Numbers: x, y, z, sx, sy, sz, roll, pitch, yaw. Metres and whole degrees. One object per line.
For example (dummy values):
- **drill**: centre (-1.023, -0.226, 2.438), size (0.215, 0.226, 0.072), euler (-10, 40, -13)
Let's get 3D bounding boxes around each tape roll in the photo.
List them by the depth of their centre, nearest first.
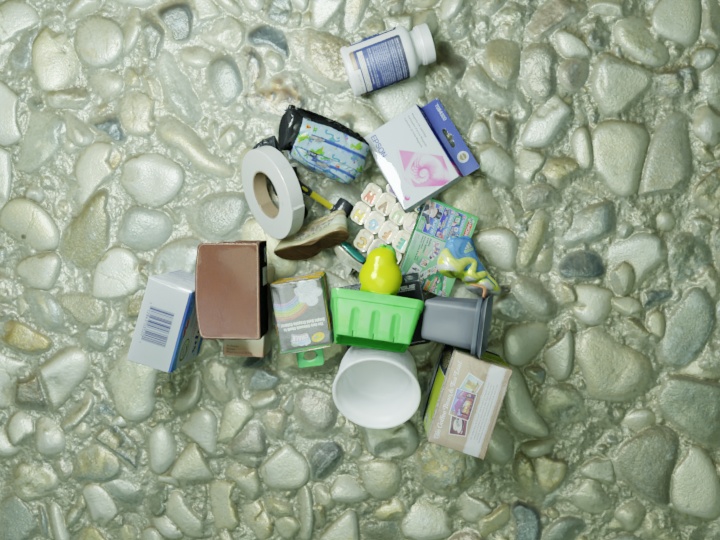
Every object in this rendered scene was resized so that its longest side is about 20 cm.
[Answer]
- **tape roll**: centre (-0.194, -0.170, 1.378), size (0.037, 0.202, 0.206), euler (-25, 94, -33)

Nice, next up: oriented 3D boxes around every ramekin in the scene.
- **ramekin**: centre (0.039, 0.250, 1.418), size (0.195, 0.098, 0.204), euler (3, 120, 5)

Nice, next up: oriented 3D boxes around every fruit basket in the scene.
- **fruit basket**: centre (0.035, 0.057, 1.336), size (0.210, 0.156, 0.221), euler (1, 71, -4)

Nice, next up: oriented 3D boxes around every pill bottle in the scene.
- **pill bottle**: centre (0.062, -0.469, 1.383), size (0.196, 0.111, 0.113), euler (-19, 94, 3)

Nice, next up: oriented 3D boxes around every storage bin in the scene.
- **storage bin**: centre (0.212, 0.099, 1.359), size (0.131, 0.200, 0.149), euler (8, 93, 15)

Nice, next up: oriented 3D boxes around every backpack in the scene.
- **backpack**: centre (-0.079, -0.275, 1.387), size (0.195, 0.163, 0.158), euler (4, 97, -16)

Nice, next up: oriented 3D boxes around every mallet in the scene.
- **mallet**: centre (-0.111, -0.162, 1.417), size (0.197, 0.041, 0.067), euler (24, 94, -24)

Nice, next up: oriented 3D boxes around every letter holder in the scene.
- **letter holder**: centre (-0.276, 0.039, 1.350), size (0.139, 0.101, 0.205), euler (0, 96, 1)

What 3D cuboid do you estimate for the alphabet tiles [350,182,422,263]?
- **alphabet tiles**: centre (0.078, -0.111, 1.460), size (0.198, 0.015, 0.198), euler (33, 95, -2)

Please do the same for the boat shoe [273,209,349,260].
- **boat shoe**: centre (-0.112, -0.077, 1.429), size (0.196, 0.073, 0.064), euler (-17, 61, 24)

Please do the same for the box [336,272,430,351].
- **box**: centre (0.053, 0.102, 1.433), size (0.195, 0.044, 0.163), euler (-10, 112, 7)

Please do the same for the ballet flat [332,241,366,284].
- **ballet flat**: centre (0.000, 0.000, 1.447), size (0.198, 0.067, 0.063), euler (37, 102, -1)

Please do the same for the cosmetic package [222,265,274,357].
- **cosmetic package**: centre (-0.258, 0.090, 1.448), size (0.101, 0.087, 0.205), euler (2, 95, 2)

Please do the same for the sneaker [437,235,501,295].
- **sneaker**: centre (0.256, -0.016, 1.410), size (0.198, 0.075, 0.107), euler (27, 69, -38)

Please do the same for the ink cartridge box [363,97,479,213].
- **ink cartridge box**: centre (0.136, -0.265, 1.410), size (0.198, 0.043, 0.199), euler (-32, 78, 5)

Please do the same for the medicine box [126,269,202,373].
- **medicine box**: centre (-0.414, 0.107, 1.398), size (0.101, 0.200, 0.186), euler (17, 95, 2)

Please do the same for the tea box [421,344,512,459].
- **tea box**: centre (0.229, 0.275, 1.395), size (0.131, 0.197, 0.204), euler (17, 96, 1)

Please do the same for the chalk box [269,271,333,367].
- **chalk box**: centre (-0.126, 0.116, 1.431), size (0.121, 0.124, 0.205), euler (-8, 95, 1)

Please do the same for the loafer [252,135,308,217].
- **loafer**: centre (-0.172, -0.212, 1.431), size (0.070, 0.068, 0.203), euler (-31, 90, 12)

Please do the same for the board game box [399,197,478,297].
- **board game box**: centre (0.176, -0.052, 1.444), size (0.132, 0.029, 0.204), euler (20, 94, -11)
